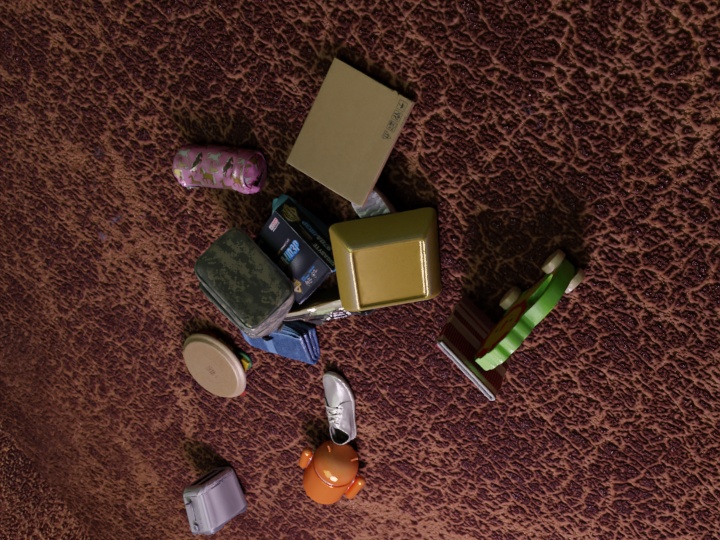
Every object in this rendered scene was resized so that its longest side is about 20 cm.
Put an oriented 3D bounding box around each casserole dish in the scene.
[{"bbox_3d":[-0.112,-0.065,1.686,0.199,0.039,0.122,39,149,10],"label":"casserole dish"}]

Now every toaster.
[{"bbox_3d":[-0.401,0.635,2.350,0.112,0.199,0.132,-14,97,39],"label":"toaster"}]

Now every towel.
[{"bbox_3d":[-0.187,0.150,1.908,0.196,0.049,0.113,13,138,27],"label":"towel"},{"bbox_3d":[0.209,0.136,1.518,0.144,0.200,0.023,45,120,-2],"label":"towel"}]

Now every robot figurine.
[{"bbox_3d":[-0.070,0.485,2.038,0.145,0.115,0.201,56,143,26],"label":"robot figurine"}]

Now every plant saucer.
[{"bbox_3d":[0.052,-0.006,1.544,0.195,0.049,0.203,-10,127,-1],"label":"plant saucer"}]

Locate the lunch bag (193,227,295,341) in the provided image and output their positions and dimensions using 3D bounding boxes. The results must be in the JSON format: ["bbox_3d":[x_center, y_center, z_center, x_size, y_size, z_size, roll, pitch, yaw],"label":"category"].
[{"bbox_3d":[-0.228,0.037,1.698,0.200,0.139,0.168,45,169,7],"label":"lunch bag"}]

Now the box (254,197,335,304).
[{"bbox_3d":[-0.129,-0.034,1.660,0.159,0.046,0.200,47,149,-1],"label":"box"}]

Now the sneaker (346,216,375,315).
[{"bbox_3d":[0.000,0.000,1.635,0.070,0.098,0.204,5,123,34],"label":"sneaker"}]

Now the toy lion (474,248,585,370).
[{"bbox_3d":[0.274,0.079,1.431,0.068,0.192,0.200,41,136,0],"label":"toy lion"}]

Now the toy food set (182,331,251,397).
[{"bbox_3d":[-0.359,0.236,2.103,0.197,0.049,0.201,38,135,5],"label":"toy food set"}]

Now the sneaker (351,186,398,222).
[{"bbox_3d":[0.047,-0.096,1.558,0.074,0.083,0.201,-24,126,11],"label":"sneaker"}]

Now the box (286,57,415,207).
[{"bbox_3d":[-0.020,-0.238,1.456,0.162,0.021,0.203,31,105,12],"label":"box"}]

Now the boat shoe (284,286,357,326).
[{"bbox_3d":[-0.088,0.085,1.771,0.197,0.073,0.066,-13,116,33],"label":"boat shoe"}]

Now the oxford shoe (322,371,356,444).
[{"bbox_3d":[-0.051,0.321,1.942,0.074,0.058,0.204,11,126,32],"label":"oxford shoe"}]

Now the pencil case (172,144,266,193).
[{"bbox_3d":[-0.281,-0.204,1.692,0.196,0.083,0.088,8,126,30],"label":"pencil case"}]
